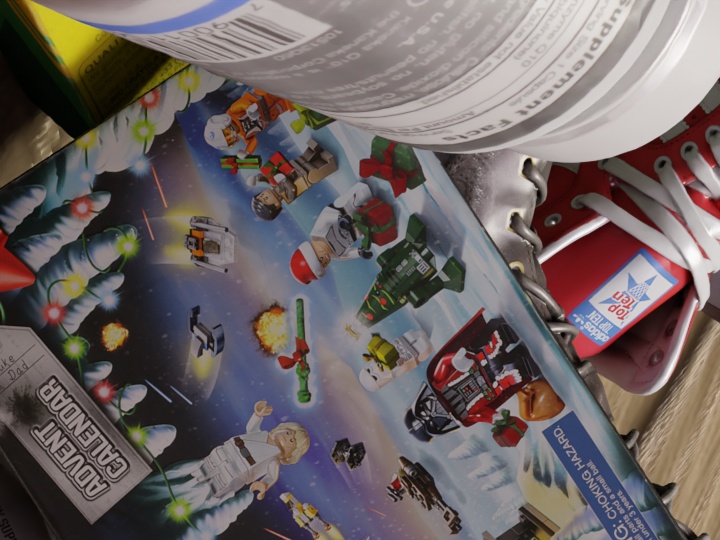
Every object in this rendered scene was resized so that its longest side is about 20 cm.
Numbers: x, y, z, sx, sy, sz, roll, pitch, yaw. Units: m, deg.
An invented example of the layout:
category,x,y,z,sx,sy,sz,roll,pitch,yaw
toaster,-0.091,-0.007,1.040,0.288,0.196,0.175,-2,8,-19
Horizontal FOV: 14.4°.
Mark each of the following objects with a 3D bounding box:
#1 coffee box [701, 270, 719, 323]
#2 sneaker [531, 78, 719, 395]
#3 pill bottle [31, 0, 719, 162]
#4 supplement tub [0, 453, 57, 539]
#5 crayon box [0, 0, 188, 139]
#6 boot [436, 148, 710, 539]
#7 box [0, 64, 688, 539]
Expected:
category,x,y,z,sx,sy,sz,roll,pitch,yaw
coffee box,0.173,-0.032,1.096,0.114,0.200,0.080,-32,148,-40
sneaker,0.110,-0.030,0.865,0.199,0.071,0.113,-23,-146,48
pill bottle,0.006,-0.090,0.652,0.200,0.114,0.114,16,108,-55
supplement tub,-0.086,0.072,0.843,0.200,0.122,0.123,-23,142,-51
crayon box,-0.053,-0.120,0.726,0.127,0.051,0.200,-44,156,-11
boot,0.046,0.012,0.799,0.199,0.175,0.069,-32,179,10
box,-0.013,0.046,0.740,0.136,0.201,0.040,-34,179,-5
